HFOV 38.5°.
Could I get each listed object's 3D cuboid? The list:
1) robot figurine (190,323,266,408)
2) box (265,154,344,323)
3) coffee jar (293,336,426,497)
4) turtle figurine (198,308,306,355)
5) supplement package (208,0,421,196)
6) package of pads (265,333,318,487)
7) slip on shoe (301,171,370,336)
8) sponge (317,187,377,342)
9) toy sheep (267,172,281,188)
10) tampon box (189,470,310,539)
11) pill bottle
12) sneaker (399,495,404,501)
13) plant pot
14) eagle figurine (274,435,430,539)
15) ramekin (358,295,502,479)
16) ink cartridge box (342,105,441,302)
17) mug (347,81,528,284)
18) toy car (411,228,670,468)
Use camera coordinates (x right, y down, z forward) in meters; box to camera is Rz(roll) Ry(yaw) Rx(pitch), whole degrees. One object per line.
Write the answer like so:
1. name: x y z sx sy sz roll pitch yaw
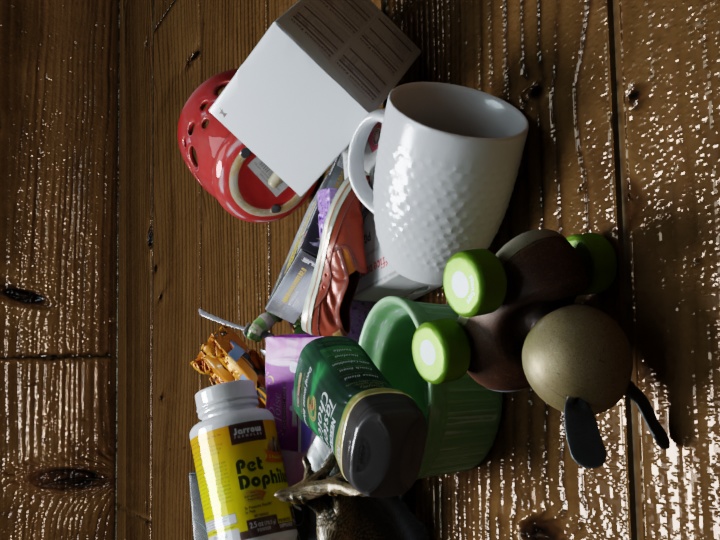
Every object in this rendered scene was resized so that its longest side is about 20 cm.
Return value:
1. robot figurine: -0.147 0.175 1.432 0.201 0.058 0.145 49 149 4
2. box: -0.056 -0.051 1.405 0.159 0.048 0.202 -54 13 52
3. coffee jar: -0.003 0.151 1.086 0.200 0.084 0.107 -142 56 -61
4. turtle figurine: -0.099 0.116 1.488 0.195 0.197 0.145 59 172 43
5. supplement package: -0.050 -0.228 1.236 0.152 0.150 0.201 -43 9 37
6. package of pads: -0.063 0.183 1.313 0.119 0.075 0.205 -3 85 37
7. slip on shoe: -0.016 -0.017 1.208 0.074 0.060 0.204 -5 -70 -75
8. sponge: 0.000 0.000 1.299 0.030 0.110 0.205 -16 73 46
9. toy sheep: -0.075 -0.203 1.450 0.201 0.136 0.139 -54 37 22
10. tampon box: -0.137 0.361 1.464 0.200 0.124 0.153 46 -150 -60
11. pill bottle: -0.147 0.242 1.262 0.109 0.107 0.204 -40 60 59
12. sneaker: 0.019 0.292 1.275 0.072 0.071 0.205 178 93 -87
13. plant pot: -0.169 -0.185 1.601 0.183 0.197 0.204 55 137 49
14. eagle figurine: -0.018 0.302 1.199 0.151 0.150 0.201 36 162 49
15. ramekin: 0.074 0.130 1.137 0.199 0.096 0.205 -179 90 -67
16. ink cartridge box: 0.045 -0.075 1.236 0.145 0.083 0.204 148 119 -63
17. mug: 0.065 -0.095 1.083 0.198 0.146 0.178 30 124 31
18. toy car: 0.169 0.082 0.869 0.201 0.162 0.159 56 139 35
